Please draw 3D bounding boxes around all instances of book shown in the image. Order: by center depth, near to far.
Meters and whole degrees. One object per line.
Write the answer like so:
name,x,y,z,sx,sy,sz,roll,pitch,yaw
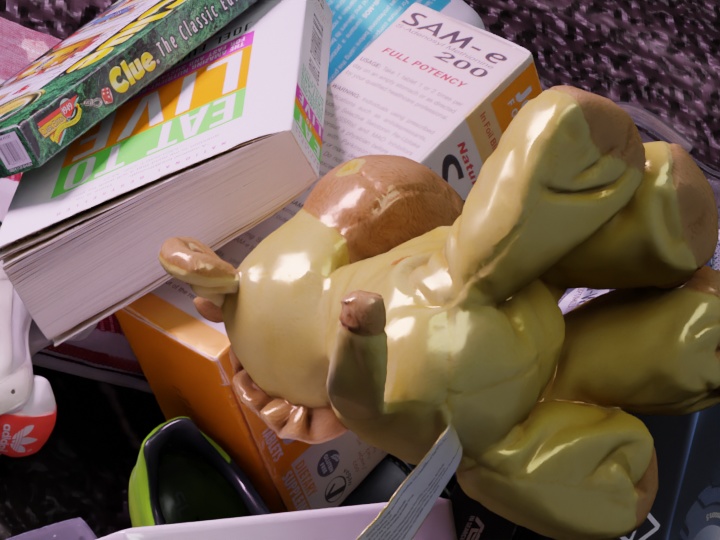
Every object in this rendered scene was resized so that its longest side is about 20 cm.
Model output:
book,-0.076,-0.057,1.175,0.048,0.133,0.200,60,12,-20

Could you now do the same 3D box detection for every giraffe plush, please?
giraffe plush,0.021,0.019,1.038,0.200,0.173,0.162,-36,31,-24

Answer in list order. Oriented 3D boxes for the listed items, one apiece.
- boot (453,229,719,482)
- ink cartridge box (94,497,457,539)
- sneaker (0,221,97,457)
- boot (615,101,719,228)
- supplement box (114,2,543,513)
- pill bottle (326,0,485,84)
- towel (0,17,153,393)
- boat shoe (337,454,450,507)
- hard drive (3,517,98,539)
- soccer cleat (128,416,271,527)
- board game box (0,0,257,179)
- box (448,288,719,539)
boot,0.107,0.039,1.205,0.200,0.073,0.090,-63,142,-29
ink cartridge box,-0.029,0.192,1.014,0.145,0.084,0.201,-3,76,-32
sneaker,-0.173,0.053,1.115,0.093,0.070,0.200,33,44,-2
boot,0.156,-0.002,1.403,0.200,0.069,0.174,31,31,10
supplement box,0.000,0.000,1.187,0.073,0.126,0.200,27,62,37
pill bottle,-0.015,-0.116,1.367,0.200,0.111,0.111,39,40,3
towel,-0.149,-0.039,1.267,0.144,0.023,0.201,15,45,-23
boat shoe,0.031,0.151,1.171,0.074,0.062,0.201,-14,58,-11
hard drive,-0.148,0.181,1.040,0.200,0.042,0.135,-23,67,-45
soccer cleat,-0.036,0.148,1.113,0.067,0.081,0.200,-30,68,-14
board game box,-0.116,-0.088,1.195,0.200,0.105,0.024,-43,113,-45
box,0.119,0.117,1.149,0.200,0.043,0.161,48,58,-35
